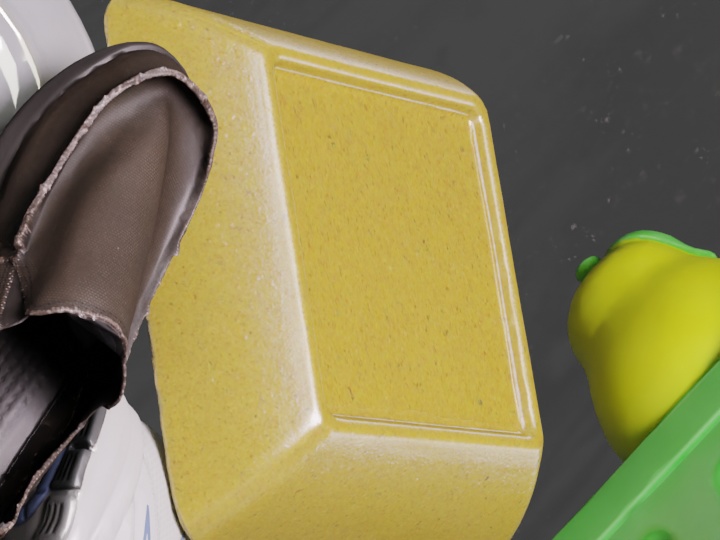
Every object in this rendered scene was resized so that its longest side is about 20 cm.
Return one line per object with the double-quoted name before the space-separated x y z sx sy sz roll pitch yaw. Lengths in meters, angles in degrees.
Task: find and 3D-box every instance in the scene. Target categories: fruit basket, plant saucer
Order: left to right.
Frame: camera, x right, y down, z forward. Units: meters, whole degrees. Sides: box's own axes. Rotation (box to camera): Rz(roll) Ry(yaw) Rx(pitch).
"plant saucer" 0.000 0.000 1.088 0.200 0.048 0.201 9 67 -54
"fruit basket" 0.162 0.072 1.167 0.155 0.215 0.216 34 56 -27

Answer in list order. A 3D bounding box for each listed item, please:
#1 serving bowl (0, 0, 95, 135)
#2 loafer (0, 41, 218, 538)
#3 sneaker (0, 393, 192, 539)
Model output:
"serving bowl" -0.158 -0.052 0.993 0.199 0.066 0.201 15 65 -35
"loafer" -0.093 0.015 0.951 0.073 0.071 0.201 48 60 -41
"sneaker" -0.094 0.132 0.981 0.087 0.074 0.201 39 54 -30
